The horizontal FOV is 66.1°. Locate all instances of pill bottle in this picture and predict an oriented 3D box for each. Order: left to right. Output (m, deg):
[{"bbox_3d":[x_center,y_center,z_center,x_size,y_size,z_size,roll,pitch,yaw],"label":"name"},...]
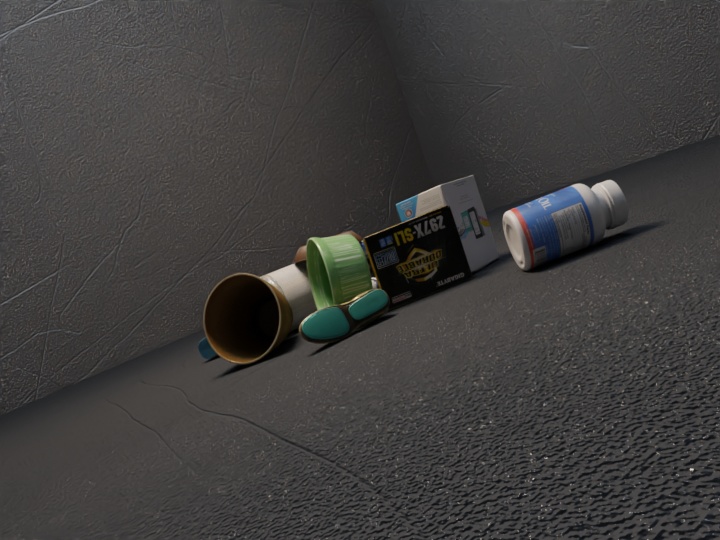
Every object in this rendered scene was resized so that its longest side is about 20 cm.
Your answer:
[{"bbox_3d":[0.365,-0.086,0.990,0.195,0.115,0.112,-21,3,2],"label":"pill bottle"}]

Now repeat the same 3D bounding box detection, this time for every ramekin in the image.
[{"bbox_3d":[-0.046,0.019,1.217,0.095,0.206,0.199,-13,1,-17],"label":"ramekin"}]

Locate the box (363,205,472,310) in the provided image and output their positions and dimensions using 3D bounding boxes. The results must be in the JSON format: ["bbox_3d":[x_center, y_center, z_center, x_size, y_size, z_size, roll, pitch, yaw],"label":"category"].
[{"bbox_3d":[0.120,-0.027,1.171,0.195,0.164,0.049,-20,3,3],"label":"box"}]

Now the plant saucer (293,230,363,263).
[{"bbox_3d":[-0.089,-0.067,1.468,0.195,0.038,0.200,-19,3,1],"label":"plant saucer"}]

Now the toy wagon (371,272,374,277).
[{"bbox_3d":[0.101,0.010,1.473,0.195,0.040,0.156,-19,22,21],"label":"toy wagon"}]

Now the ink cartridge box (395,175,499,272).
[{"bbox_3d":[0.204,-0.091,1.288,0.144,0.206,0.145,-21,3,-44],"label":"ink cartridge box"}]

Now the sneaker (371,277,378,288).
[{"bbox_3d":[-0.018,0.052,1.395,0.078,0.079,0.199,-9,-3,-27],"label":"sneaker"}]

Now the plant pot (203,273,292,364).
[{"bbox_3d":[-0.232,0.110,1.266,0.182,0.192,0.200,-20,-9,10],"label":"plant pot"}]

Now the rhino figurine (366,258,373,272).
[{"bbox_3d":[0.000,0.000,1.503,0.197,0.061,0.088,-20,20,37],"label":"rhino figurine"}]

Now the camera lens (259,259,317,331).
[{"bbox_3d":[-0.175,0.069,1.474,0.197,0.164,0.159,-22,4,-33],"label":"camera lens"}]

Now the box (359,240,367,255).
[{"bbox_3d":[0.001,-0.057,1.529,0.133,0.041,0.200,-19,1,9],"label":"box"}]

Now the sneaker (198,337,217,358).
[{"bbox_3d":[-0.354,0.183,1.547,0.195,0.079,0.081,-18,2,14],"label":"sneaker"}]

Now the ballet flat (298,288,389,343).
[{"bbox_3d":[-0.031,0.097,1.076,0.196,0.073,0.070,-24,4,-24],"label":"ballet flat"}]
